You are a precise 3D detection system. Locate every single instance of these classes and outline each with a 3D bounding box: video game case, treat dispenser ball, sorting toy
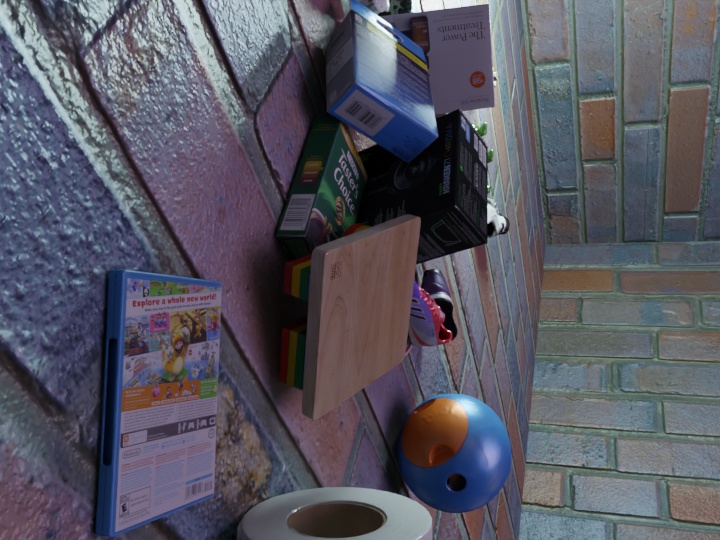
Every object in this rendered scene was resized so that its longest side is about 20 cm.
[{"bbox_3d":[-0.167,0.106,0.594,0.143,0.018,0.202,13,78,-68],"label":"video game case"},{"bbox_3d":[0.164,0.319,1.215,0.201,0.199,0.203,0,90,-69],"label":"treat dispenser ball"},{"bbox_3d":[-0.015,0.042,0.833,0.198,0.069,0.202,-24,125,-52],"label":"sorting toy"}]

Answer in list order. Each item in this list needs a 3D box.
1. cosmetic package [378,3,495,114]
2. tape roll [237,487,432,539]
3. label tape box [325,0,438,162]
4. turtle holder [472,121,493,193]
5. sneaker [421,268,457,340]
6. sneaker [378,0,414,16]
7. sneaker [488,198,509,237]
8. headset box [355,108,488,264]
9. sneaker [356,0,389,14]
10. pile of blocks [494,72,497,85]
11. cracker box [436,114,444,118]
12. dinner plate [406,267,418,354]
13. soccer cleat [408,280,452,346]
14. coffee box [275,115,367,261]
[{"bbox_3d":[0.100,-0.315,1.057,0.052,0.198,0.152,-96,179,-72],"label":"cosmetic package"},{"bbox_3d":[-0.025,0.289,0.716,0.202,0.200,0.072,-4,94,-69],"label":"tape roll"},{"bbox_3d":[0.026,-0.262,0.944,0.143,0.066,0.201,26,42,-31],"label":"label tape box"},{"bbox_3d":[0.194,-0.205,1.406,0.141,0.130,0.188,23,69,-69],"label":"turtle holder"},{"bbox_3d":[0.148,0.071,1.341,0.201,0.075,0.088,86,0,-56],"label":"sneaker"},{"bbox_3d":[0.068,-0.362,1.152,0.086,0.077,0.202,45,48,-66],"label":"sneaker"},{"bbox_3d":[0.371,-0.126,1.973,0.200,0.073,0.089,32,59,-55],"label":"sneaker"},{"bbox_3d":[0.071,-0.104,0.974,0.093,0.199,0.175,41,45,-40],"label":"headset box"},{"bbox_3d":[0.010,-0.410,1.002,0.200,0.070,0.081,-45,130,-63],"label":"sneaker"},{"bbox_3d":[0.311,-0.528,1.796,0.200,0.081,0.063,23,69,-67],"label":"pile of blocks"},{"bbox_3d":[0.136,-0.226,1.176,0.134,0.057,0.202,-28,117,-67],"label":"cracker box"},{"bbox_3d":[0.069,0.050,1.219,0.200,0.024,0.202,0,90,-69],"label":"dinner plate"},{"bbox_3d":[0.105,0.064,1.181,0.201,0.072,0.069,66,31,-48],"label":"soccer cleat"},{"bbox_3d":[-0.044,-0.087,0.889,0.123,0.044,0.201,64,32,-49],"label":"coffee box"}]
